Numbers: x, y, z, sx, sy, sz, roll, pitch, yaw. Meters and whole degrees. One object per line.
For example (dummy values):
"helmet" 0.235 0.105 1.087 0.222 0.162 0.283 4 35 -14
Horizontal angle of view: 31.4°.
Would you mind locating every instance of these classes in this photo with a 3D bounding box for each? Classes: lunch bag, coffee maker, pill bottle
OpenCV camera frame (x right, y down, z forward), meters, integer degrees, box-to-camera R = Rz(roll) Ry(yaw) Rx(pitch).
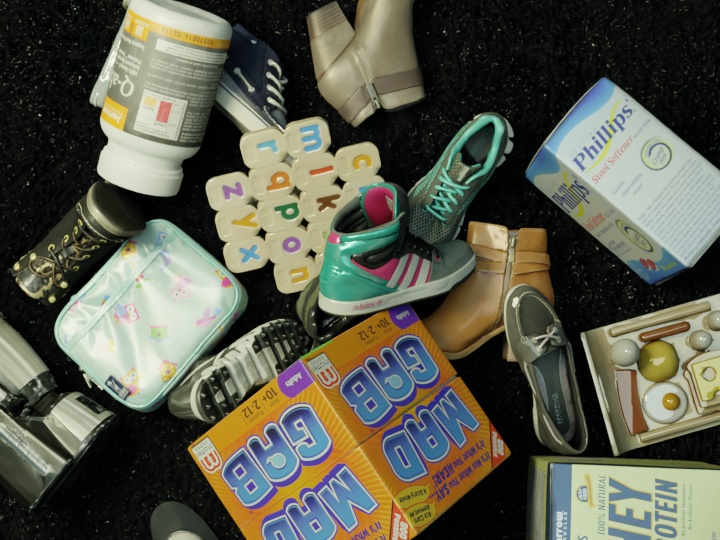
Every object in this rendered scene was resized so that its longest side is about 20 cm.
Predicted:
"lunch bag" -0.241 0.051 1.449 0.160 0.077 0.200 41 86 4
"coffee maker" -0.397 0.175 1.428 0.200 0.135 0.192 42 114 6
"pill bottle" -0.220 -0.191 1.410 0.116 0.116 0.201 19 105 3

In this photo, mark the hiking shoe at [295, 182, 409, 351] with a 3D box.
"hiking shoe" 0.000 0.000 1.411 0.075 0.101 0.200 22 110 -19

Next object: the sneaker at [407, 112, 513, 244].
"sneaker" 0.104 -0.101 1.451 0.077 0.091 0.200 31 86 5

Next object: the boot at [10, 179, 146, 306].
"boot" -0.312 -0.028 1.406 0.151 0.200 0.073 -44 105 2

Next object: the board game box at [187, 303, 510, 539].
"board game box" -0.011 0.187 1.330 0.200 0.200 0.200 -39 83 37

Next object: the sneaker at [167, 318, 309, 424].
"sneaker" -0.140 0.109 1.416 0.090 0.200 0.067 -11 106 40

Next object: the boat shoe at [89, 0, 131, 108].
"boat shoe" -0.263 -0.283 1.488 0.064 0.074 0.203 12 92 -1

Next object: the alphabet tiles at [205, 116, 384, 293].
"alphabet tiles" -0.066 -0.071 1.431 0.195 0.015 0.201 -14 118 -1

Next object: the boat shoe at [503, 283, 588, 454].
"boat shoe" 0.212 0.110 1.411 0.067 0.057 0.201 -23 107 -21

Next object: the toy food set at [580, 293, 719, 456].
"toy food set" 0.360 0.113 1.439 0.199 0.060 0.144 -15 84 0

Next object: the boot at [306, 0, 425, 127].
"boot" 0.036 -0.262 1.487 0.199 0.070 0.147 -28 90 -1

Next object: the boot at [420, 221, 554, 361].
"boot" 0.122 0.022 1.439 0.199 0.077 0.156 2 90 -4

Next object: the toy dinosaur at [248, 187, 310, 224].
"toy dinosaur" -0.063 -0.091 1.478 0.199 0.047 0.089 13 91 6

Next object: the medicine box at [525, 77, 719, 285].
"medicine box" 0.294 -0.093 1.400 0.200 0.182 0.103 40 86 5

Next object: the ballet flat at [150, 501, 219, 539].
"ballet flat" -0.173 0.347 1.422 0.073 0.073 0.201 -30 84 -2

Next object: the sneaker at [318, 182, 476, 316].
"sneaker" 0.041 -0.035 1.345 0.199 0.084 0.121 -17 119 -35

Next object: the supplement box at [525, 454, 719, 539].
"supplement box" 0.283 0.269 1.354 0.199 0.200 0.135 2 84 2

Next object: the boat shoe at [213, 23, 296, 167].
"boat shoe" -0.109 -0.200 1.464 0.093 0.075 0.200 -44 73 -6
